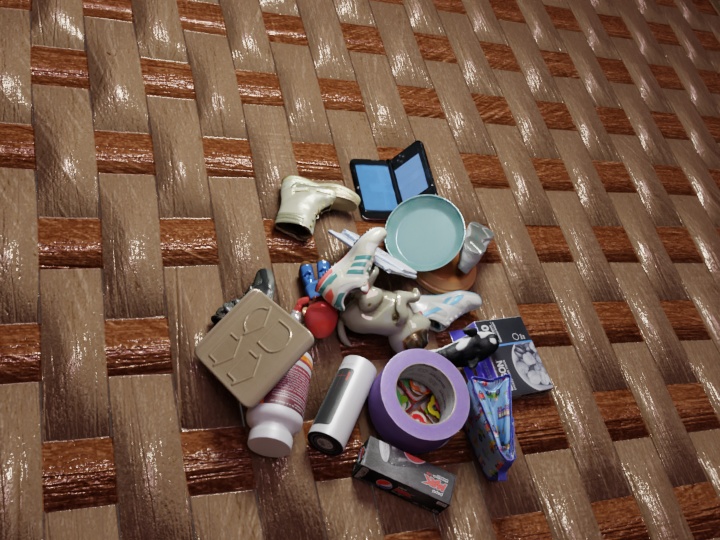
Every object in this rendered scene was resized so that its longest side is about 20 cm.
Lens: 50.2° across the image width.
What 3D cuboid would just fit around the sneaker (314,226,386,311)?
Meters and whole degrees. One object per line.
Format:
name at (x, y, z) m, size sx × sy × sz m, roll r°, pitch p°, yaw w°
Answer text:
sneaker at (0.000, 0.000, 1.620) m, size 0.093 × 0.070 × 0.200 m, roll 44°, pitch 81°, yaw 10°

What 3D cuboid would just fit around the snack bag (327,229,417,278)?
snack bag at (0.028, -0.042, 1.762) m, size 0.188 × 0.022 × 0.200 m, roll 34°, pitch 8°, yaw 21°

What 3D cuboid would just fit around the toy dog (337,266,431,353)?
toy dog at (0.065, 0.109, 1.696) m, size 0.199 × 0.140 × 0.195 m, roll 34°, pitch 77°, yaw -4°

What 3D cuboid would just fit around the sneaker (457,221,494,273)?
sneaker at (0.279, -0.060, 1.916) m, size 0.070 × 0.081 × 0.200 m, roll 30°, pitch 30°, yaw 7°

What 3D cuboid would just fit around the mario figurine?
mario figurine at (-0.091, 0.073, 1.694) m, size 0.106 × 0.123 × 0.201 m, roll 31°, pitch 34°, yaw -33°

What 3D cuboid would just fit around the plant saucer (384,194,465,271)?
plant saucer at (0.157, -0.087, 1.872) m, size 0.198 × 0.036 × 0.202 m, roll -4°, pitch 68°, yaw 11°

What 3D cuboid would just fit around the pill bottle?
pill bottle at (-0.161, 0.255, 1.510) m, size 0.112 × 0.113 × 0.201 m, roll 17°, pitch 51°, yaw -12°

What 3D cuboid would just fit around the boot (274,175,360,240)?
boot at (-0.102, -0.139, 1.841) m, size 0.198 × 0.072 × 0.156 m, roll 13°, pitch 52°, yaw -9°

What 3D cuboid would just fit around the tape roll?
tape roll at (0.121, 0.271, 1.602) m, size 0.198 × 0.085 × 0.202 m, roll 9°, pitch 57°, yaw -14°

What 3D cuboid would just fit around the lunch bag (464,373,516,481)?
lunch bag at (0.274, 0.342, 1.616) m, size 0.093 × 0.151 × 0.202 m, roll -3°, pitch 61°, yaw -9°

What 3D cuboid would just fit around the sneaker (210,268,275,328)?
sneaker at (-0.246, 0.069, 1.627) m, size 0.113 × 0.076 × 0.201 m, roll 21°, pitch 56°, yaw -17°

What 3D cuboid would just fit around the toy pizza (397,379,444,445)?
toy pizza at (0.122, 0.292, 1.663) m, size 0.198 × 0.032 × 0.202 m, roll 12°, pitch 54°, yaw -16°

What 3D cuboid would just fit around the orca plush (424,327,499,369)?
orca plush at (0.232, 0.187, 1.714) m, size 0.198 × 0.106 × 0.071 m, roll 3°, pitch 31°, yaw -28°

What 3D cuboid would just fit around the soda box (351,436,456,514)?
soda box at (0.088, 0.412, 1.544) m, size 0.199 × 0.063 × 0.071 m, roll 26°, pitch 50°, yaw -6°

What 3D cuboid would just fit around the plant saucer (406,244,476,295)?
plant saucer at (0.204, -0.029, 1.923) m, size 0.198 × 0.038 × 0.202 m, roll 12°, pitch 53°, yaw -16°

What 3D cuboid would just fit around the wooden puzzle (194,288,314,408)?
wooden puzzle at (-0.207, 0.153, 1.510) m, size 0.185 × 0.046 × 0.200 m, roll -46°, pitch 53°, yaw -11°

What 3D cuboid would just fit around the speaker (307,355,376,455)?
speaker at (-0.035, 0.273, 1.576) m, size 0.081 × 0.081 × 0.201 m, roll 29°, pitch 51°, yaw -2°

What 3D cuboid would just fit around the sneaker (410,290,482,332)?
sneaker at (0.199, 0.100, 1.813) m, size 0.198 × 0.077 × 0.081 m, roll -7°, pitch 67°, yaw -20°

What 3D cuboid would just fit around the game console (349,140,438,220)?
game console at (0.084, -0.234, 1.966) m, size 0.118 × 0.172 × 0.202 m, roll 21°, pitch 46°, yaw -44°

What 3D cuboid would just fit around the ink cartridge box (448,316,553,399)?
ink cartridge box at (0.330, 0.209, 1.809) m, size 0.198 × 0.043 × 0.200 m, roll -6°, pitch 60°, yaw -26°
